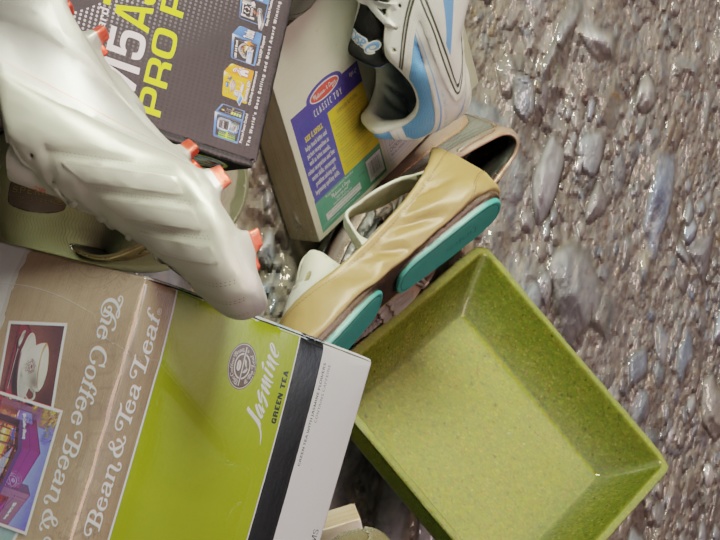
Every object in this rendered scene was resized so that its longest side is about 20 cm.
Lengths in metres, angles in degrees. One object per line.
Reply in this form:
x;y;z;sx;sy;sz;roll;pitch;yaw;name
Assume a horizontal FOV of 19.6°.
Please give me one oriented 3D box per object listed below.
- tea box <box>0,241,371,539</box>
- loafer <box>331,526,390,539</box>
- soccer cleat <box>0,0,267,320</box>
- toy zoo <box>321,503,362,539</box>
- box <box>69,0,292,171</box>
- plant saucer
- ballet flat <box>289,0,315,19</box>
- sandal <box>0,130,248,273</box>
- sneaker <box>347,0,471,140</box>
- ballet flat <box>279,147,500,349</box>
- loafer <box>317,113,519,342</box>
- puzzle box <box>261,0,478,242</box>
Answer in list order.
-0.122;0.108;1.049;0.196;0.133;0.202;25;80;-54;tea box
-0.050;0.205;1.157;0.076;0.199;0.068;55;19;-35;loafer
-0.119;-0.048;0.968;0.077;0.200;0.069;-36;170;-15;soccer cleat
-0.042;0.243;1.220;0.130;0.020;0.202;-15;114;-6;toy zoo
-0.108;-0.168;1.063;0.159;0.044;0.202;18;80;-31;box
0.081;0.110;1.357;0.200;0.048;0.200;50;44;3;plant saucer
-0.011;-0.237;1.212;0.067;0.064;0.202;26;71;-13;ballet flat
-0.124;-0.035;1.100;0.200;0.057;0.081;-6;100;-54;sandal
0.026;-0.163;1.220;0.072;0.072;0.202;-24;130;-24;sneaker
0.000;0.000;1.250;0.200;0.063;0.069;-41;165;-24;ballet flat
0.034;-0.031;1.321;0.201;0.062;0.072;-56;136;-34;loafer
0.001;-0.127;1.292;0.200;0.025;0.134;-46;131;-41;puzzle box
